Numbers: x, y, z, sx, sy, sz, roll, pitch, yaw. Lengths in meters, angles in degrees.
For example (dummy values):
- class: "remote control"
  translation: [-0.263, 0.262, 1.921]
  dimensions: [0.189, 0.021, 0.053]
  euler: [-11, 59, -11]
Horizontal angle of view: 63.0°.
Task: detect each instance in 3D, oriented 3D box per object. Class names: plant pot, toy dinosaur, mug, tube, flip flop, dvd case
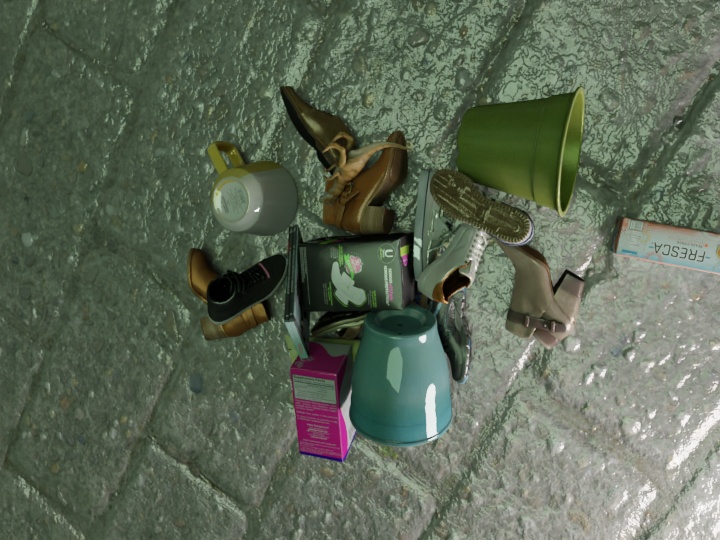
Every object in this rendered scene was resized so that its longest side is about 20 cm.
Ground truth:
- class: "plant pot"
  translation: [0.265, -0.206, 0.995]
  dimensions: [0.184, 0.198, 0.208]
  euler: [10, 100, 26]
- class: "toy dinosaur"
  translation: [-0.010, -0.206, 1.082]
  dimensions: [0.198, 0.061, 0.106]
  euler: [-39, 104, 24]
- class: "mug"
  translation: [-0.233, -0.148, 1.156]
  dimensions: [0.182, 0.153, 0.154]
  euler: [27, 105, 12]
- class: "plant pot"
  translation: [0.073, 0.174, 1.061]
  dimensions: [0.192, 0.200, 0.195]
  euler: [5, 112, 15]
- class: "tube"
  translation: [-0.060, 0.164, 1.199]
  dimensions: [0.192, 0.052, 0.060]
  euler: [-1, 83, 18]
- class: "flip flop"
  translation: [-0.012, 0.105, 1.164]
  dimensions: [0.193, 0.081, 0.059]
  euler: [-15, 109, 19]
- class: "dvd case"
  translation: [-0.116, 0.040, 1.103]
  dimensions: [0.021, 0.148, 0.206]
  euler: [-3, 57, 5]

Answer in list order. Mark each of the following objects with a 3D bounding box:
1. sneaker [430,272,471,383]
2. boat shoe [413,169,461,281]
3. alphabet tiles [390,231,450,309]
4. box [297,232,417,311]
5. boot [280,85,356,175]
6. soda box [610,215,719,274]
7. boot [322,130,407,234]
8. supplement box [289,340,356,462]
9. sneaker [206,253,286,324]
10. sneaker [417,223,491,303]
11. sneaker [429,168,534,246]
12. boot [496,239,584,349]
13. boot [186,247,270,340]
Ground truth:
- class: "sneaker"
  translation: [0.166, 0.110, 1.113]
  dimensions: [0.079, 0.073, 0.208]
  euler: [-7, 86, 13]
- class: "boat shoe"
  translation: [0.145, -0.081, 1.094]
  dimensions: [0.083, 0.075, 0.210]
  euler: [5, 86, 12]
- class: "alphabet tiles"
  translation: [0.084, 0.031, 1.161]
  dimensions: [0.161, 0.008, 0.208]
  euler: [11, 100, 15]
- class: "box"
  translation: [0.000, 0.000, 1.099]
  dimensions: [0.192, 0.148, 0.130]
  euler: [-1, 98, 17]
- class: "boot"
  translation: [-0.084, -0.287, 1.149]
  dimensions: [0.075, 0.074, 0.202]
  euler: [-36, 85, -8]
- class: "soda box"
  translation: [0.528, -0.042, 0.985]
  dimensions: [0.193, 0.068, 0.066]
  euler: [13, 101, 15]
- class: "boot"
  translation: [0.004, -0.173, 1.127]
  dimensions: [0.151, 0.073, 0.207]
  euler: [10, 81, 34]
- class: "supplement box"
  translation: [-0.069, 0.256, 1.158]
  dimensions: [0.099, 0.102, 0.207]
  euler: [5, 115, 16]
- class: "sneaker"
  translation: [-0.222, 0.023, 1.163]
  dimensions: [0.198, 0.100, 0.071]
  euler: [-38, 74, -18]
- class: "sneaker"
  translation: [0.195, -0.019, 1.054]
  dimensions: [0.201, 0.073, 0.084]
  euler: [-49, 40, -6]
- class: "sneaker"
  translation: [0.213, -0.104, 1.015]
  dimensions: [0.198, 0.107, 0.072]
  euler: [36, 104, 25]
- class: "boot"
  translation: [0.303, 0.044, 1.068]
  dimensions: [0.197, 0.070, 0.150]
  euler: [33, 113, 17]
- class: "boot"
  translation: [-0.276, 0.035, 1.237]
  dimensions: [0.150, 0.077, 0.207]
  euler: [-16, 82, 11]
